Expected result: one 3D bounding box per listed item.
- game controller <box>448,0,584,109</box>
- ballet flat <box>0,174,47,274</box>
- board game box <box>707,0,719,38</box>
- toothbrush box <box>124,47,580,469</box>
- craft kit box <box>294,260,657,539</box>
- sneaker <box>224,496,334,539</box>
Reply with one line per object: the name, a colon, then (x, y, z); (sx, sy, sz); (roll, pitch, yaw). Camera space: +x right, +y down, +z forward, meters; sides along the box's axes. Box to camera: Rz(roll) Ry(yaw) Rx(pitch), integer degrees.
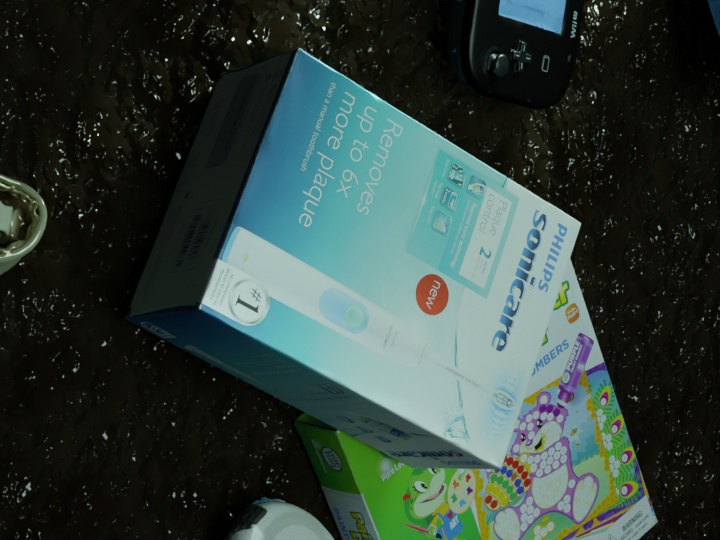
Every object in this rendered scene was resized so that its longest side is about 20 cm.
game controller: (0.100, -0.197, 1.183); (0.104, 0.042, 0.202); (8, 91, -40)
ballet flat: (-0.227, -0.042, 0.914); (0.199, 0.069, 0.070); (18, 84, -40)
board game box: (0.301, -0.185, 1.310); (0.199, 0.047, 0.152); (-5, 73, -40)
toothbrush box: (0.000, 0.000, 1.068); (0.199, 0.085, 0.147); (31, 70, -28)
craft kit box: (0.074, 0.120, 1.204); (0.200, 0.048, 0.199); (-36, 114, -31)
sneaker: (-0.004, 0.205, 1.121); (0.075, 0.086, 0.201); (-45, 120, -24)
